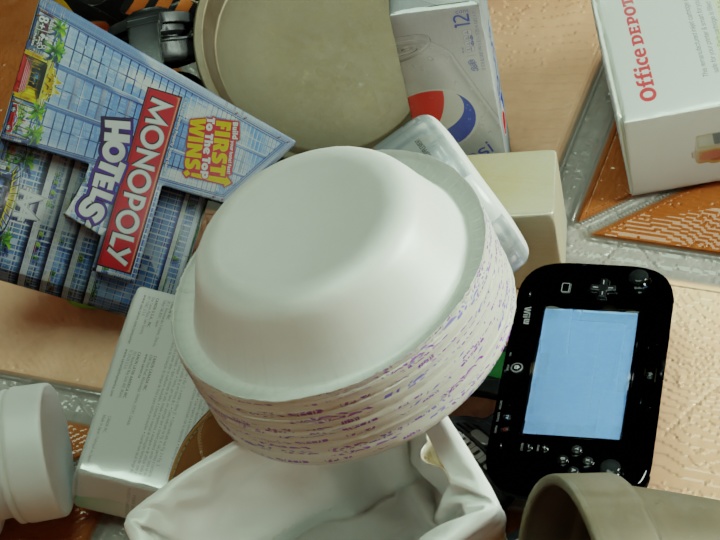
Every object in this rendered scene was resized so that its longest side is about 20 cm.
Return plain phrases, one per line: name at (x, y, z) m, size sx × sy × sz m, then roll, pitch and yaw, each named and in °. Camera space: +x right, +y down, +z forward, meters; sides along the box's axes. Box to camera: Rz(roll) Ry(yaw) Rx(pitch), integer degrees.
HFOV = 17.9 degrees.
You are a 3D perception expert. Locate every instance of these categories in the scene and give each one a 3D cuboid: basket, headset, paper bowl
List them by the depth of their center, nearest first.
paper bowl at (-0.016, 0.007, 1.340) m, size 0.200 × 0.104 × 0.201 m, roll -15°, pitch 42°, yaw 13°
basket at (-0.017, 0.168, 1.371) m, size 0.200 × 0.123 × 0.136 m, roll -32°, pitch 58°, yaw -2°
headset at (-0.136, -0.150, 1.738) m, size 0.094 × 0.124 × 0.200 m, roll -12°, pitch 27°, yaw 1°

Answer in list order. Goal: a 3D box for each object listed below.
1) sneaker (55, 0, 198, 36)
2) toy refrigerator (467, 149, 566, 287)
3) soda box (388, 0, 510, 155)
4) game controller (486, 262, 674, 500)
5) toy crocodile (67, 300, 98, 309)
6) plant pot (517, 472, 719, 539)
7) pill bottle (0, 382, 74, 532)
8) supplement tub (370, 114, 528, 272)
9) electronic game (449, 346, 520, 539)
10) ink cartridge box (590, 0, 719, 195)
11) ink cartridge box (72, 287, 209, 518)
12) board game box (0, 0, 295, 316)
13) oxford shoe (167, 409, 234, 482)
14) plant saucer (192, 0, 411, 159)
sneaker at (-0.159, -0.238, 1.837) m, size 0.200 × 0.090 × 0.070 m, roll -10°, pitch 47°, yaw 5°
toy refrigerator at (0.043, -0.034, 1.615) m, size 0.199 × 0.076 × 0.070 m, roll -3°, pitch 48°, yaw 11°
soda box at (0.065, -0.133, 1.613) m, size 0.063 × 0.200 × 0.068 m, roll -6°, pitch 49°, yaw 7°
game controller at (0.143, 0.071, 1.475) m, size 0.104 × 0.042 × 0.200 m, roll 9°, pitch 47°, yaw 6°
toy crocodile at (-0.202, -0.061, 1.704) m, size 0.062 × 0.068 × 0.200 m, roll 6°, pitch 50°, yaw -7°
plant pot at (0.196, 0.208, 1.301) m, size 0.173 × 0.200 × 0.200 m, roll -4°, pitch 45°, yaw -13°
pill bottle at (-0.296, 0.134, 1.512) m, size 0.199 × 0.120 × 0.120 m, roll -9°, pitch 47°, yaw 4°
supplement tub at (0.000, 0.000, 1.501) m, size 0.200 × 0.123 × 0.123 m, roll -36°, pitch 49°, yaw 1°
electronic game at (0.065, 0.128, 1.477) m, size 0.199 × 0.042 × 0.200 m, roll -4°, pitch 50°, yaw 5°
ink cartridge box at (0.277, -0.146, 1.655) m, size 0.199 × 0.084 × 0.145 m, roll -10°, pitch 47°, yaw 4°
ink cartridge box at (-0.078, 0.106, 1.549) m, size 0.200 × 0.050 × 0.161 m, roll 15°, pitch 52°, yaw 0°
board game box at (-0.156, -0.068, 1.610) m, size 0.199 × 0.062 × 0.200 m, roll 16°, pitch 89°, yaw -5°
oxford shoe at (-0.074, 0.120, 1.437) m, size 0.071 × 0.200 × 0.071 m, roll 25°, pitch 20°, yaw -8°
plant saucer at (-0.028, -0.170, 1.729) m, size 0.200 × 0.029 × 0.201 m, roll 2°, pitch 74°, yaw -8°
